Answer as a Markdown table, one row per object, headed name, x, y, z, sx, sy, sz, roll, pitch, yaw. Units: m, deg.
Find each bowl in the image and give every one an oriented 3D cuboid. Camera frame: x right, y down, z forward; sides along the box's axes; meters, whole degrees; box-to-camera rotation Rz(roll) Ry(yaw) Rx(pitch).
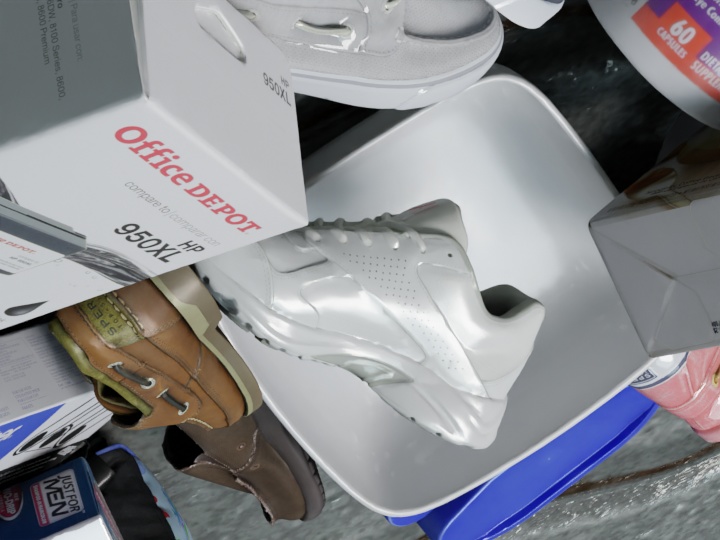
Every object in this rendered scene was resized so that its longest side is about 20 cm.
| name | x | y | z | sx | sy | sz | roll | pitch | yaw |
| --- | --- | --- | --- | --- | --- | --- | --- | --- | --- |
| bowl | 0.035 | 0.003 | 1.344 | 0.200 | 0.075 | 0.200 | -34 | 119 | 4 |

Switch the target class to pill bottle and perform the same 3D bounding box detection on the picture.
| name | x | y | z | sx | sy | sz | roll | pitch | yaw |
| --- | --- | --- | --- | --- | --- | --- | --- | --- | --- |
| pill bottle | 0.208 | -0.169 | 1.259 | 0.200 | 0.112 | 0.111 | -45 | 147 | 23 |

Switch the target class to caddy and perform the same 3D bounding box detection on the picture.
| name | x | y | z | sx | sy | sz | roll | pitch | yaw |
| --- | --- | --- | --- | --- | --- | --- | --- | --- | --- |
| caddy | 0.069 | 0.061 | 1.484 | 0.200 | 0.105 | 0.141 | -38 | 149 | 10 |

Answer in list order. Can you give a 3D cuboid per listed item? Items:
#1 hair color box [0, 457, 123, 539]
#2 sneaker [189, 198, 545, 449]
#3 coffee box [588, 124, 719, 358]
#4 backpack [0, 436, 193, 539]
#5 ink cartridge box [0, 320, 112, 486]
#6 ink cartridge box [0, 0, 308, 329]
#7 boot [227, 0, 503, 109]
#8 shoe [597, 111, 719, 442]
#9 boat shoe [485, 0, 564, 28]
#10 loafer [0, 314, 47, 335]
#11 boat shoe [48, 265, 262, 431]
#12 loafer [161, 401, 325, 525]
| name | x | y | z | sx | sy | sz | roll | pitch | yaw |
| --- | --- | --- | --- | --- | --- | --- | --- | --- | --- |
| hair color box | -0.203 | 0.181 | 1.311 | 0.200 | 0.061 | 0.100 | -24 | 118 | -3 |
| sneaker | 0.000 | 0.000 | 1.260 | 0.200 | 0.078 | 0.100 | 29 | 95 | -28 |
| coffee box | 0.219 | -0.045 | 1.318 | 0.114 | 0.080 | 0.200 | -13 | -162 | 47 |
| backpack | -0.160 | 0.208 | 1.461 | 0.183 | 0.147 | 0.200 | -27 | 153 | -2 |
| ink cartridge box | -0.174 | 0.069 | 1.265 | 0.094 | 0.044 | 0.200 | -39 | 171 | 23 |
| ink cartridge box | -0.141 | -0.048 | 1.095 | 0.200 | 0.084 | 0.145 | -19 | 154 | 20 |
| boot | -0.002 | -0.125 | 1.168 | 0.200 | 0.074 | 0.096 | -4 | 151 | -36 |
| shoe | 0.198 | -0.012 | 1.430 | 0.091 | 0.071 | 0.200 | 38 | 68 | -35 |
| boat shoe | 0.052 | -0.172 | 1.162 | 0.068 | 0.072 | 0.200 | -36 | 143 | 11 |
| loafer | -0.125 | -0.028 | 1.218 | 0.072 | 0.063 | 0.200 | 3 | 136 | -44 |
| boat shoe | -0.099 | 0.036 | 1.242 | 0.068 | 0.072 | 0.200 | -41 | 158 | -7 |
| loafer | -0.072 | 0.078 | 1.433 | 0.071 | 0.073 | 0.200 | -20 | 145 | 3 |
